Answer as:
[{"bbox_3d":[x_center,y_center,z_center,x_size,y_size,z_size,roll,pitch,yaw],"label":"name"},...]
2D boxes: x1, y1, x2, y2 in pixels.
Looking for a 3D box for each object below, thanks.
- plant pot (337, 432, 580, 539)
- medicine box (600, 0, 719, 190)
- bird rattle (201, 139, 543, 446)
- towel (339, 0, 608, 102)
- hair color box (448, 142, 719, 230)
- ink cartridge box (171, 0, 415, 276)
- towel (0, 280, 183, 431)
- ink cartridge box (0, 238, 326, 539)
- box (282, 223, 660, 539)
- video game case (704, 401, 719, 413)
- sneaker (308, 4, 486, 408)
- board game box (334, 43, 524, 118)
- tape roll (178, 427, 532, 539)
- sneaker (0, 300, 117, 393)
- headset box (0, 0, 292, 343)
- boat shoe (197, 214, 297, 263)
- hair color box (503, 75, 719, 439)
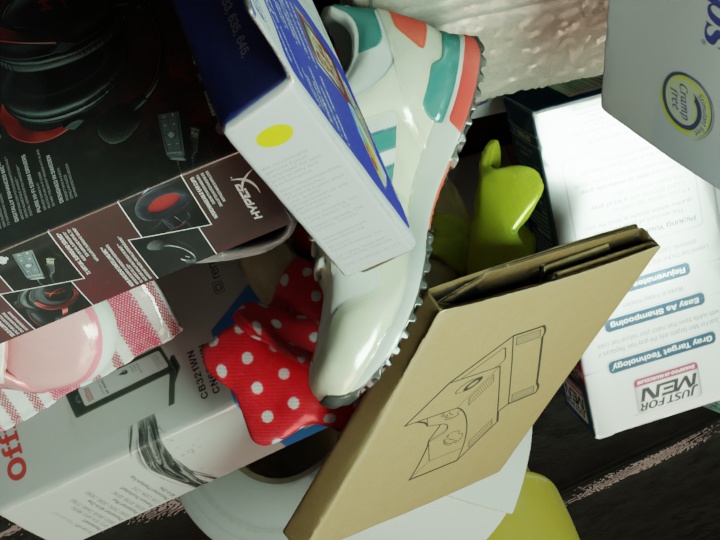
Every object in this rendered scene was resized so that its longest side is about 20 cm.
[{"bbox_3d":[0.044,0.169,1.286,0.200,0.189,0.201,-15,152,-9],"label":"plant pot"},{"bbox_3d":[0.221,-0.162,0.809,0.200,0.103,0.183,-29,139,-26],"label":"medicine box"},{"bbox_3d":[0.000,0.000,0.936,0.199,0.163,0.113,-26,143,-10],"label":"bird rattle"},{"bbox_3d":[0.083,-0.147,0.892,0.199,0.035,0.133,-13,138,-12],"label":"towel"},{"bbox_3d":[0.153,-0.034,1.087,0.199,0.111,0.064,-17,152,-9],"label":"hair color box"},{"bbox_3d":[-0.054,-0.119,0.708,0.047,0.198,0.200,-26,151,9],"label":"ink cartridge box"},{"bbox_3d":[-0.216,0.017,0.942,0.200,0.030,0.147,-27,111,11],"label":"towel"},{"bbox_3d":[-0.126,0.052,1.013,0.199,0.146,0.084,-25,153,8],"label":"ink cartridge box"},{"bbox_3d":[0.057,0.064,0.917,0.163,0.021,0.200,-17,148,-40],"label":"box"},{"bbox_3d":[0.213,0.038,1.217,0.024,0.182,0.200,-61,158,-19],"label":"video game case"},{"bbox_3d":[-0.009,-0.036,0.822,0.093,0.200,0.070,21,163,-9],"label":"sneaker"},{"bbox_3d":[0.080,-0.124,0.972,0.199,0.030,0.096,-11,151,-12],"label":"board game box"},{"bbox_3d":[-0.009,0.093,1.107,0.202,0.203,0.139,-33,149,22],"label":"tape roll"},{"bbox_3d":[-0.227,0.029,0.848,0.199,0.105,0.076,15,115,12],"label":"sneaker"},{"bbox_3d":[-0.151,-0.058,0.800,0.199,0.149,0.075,-22,150,3],"label":"headset box"},{"bbox_3d":[-0.127,-0.039,0.867,0.200,0.072,0.070,1,109,-6],"label":"boat shoe"},{"bbox_3d":[0.154,-0.015,0.998,0.100,0.061,0.201,-16,108,-8],"label":"hair color box"}]
